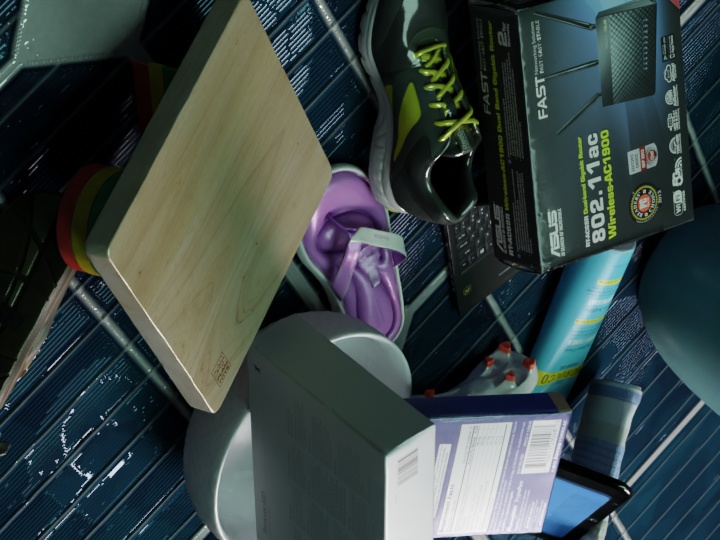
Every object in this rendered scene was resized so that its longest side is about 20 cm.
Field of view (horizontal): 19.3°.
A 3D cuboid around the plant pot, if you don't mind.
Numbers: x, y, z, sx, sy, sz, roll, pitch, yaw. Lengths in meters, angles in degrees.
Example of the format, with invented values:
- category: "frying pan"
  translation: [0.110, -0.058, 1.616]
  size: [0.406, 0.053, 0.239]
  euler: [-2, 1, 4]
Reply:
- category: "plant pot"
  translation: [0.352, 0.031, 1.931]
  size: [0.200, 0.161, 0.202]
  euler: [-29, 139, -29]

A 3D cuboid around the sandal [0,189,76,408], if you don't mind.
- category: "sandal"
  translation: [-0.240, 0.039, 1.361]
  size: [0.201, 0.081, 0.055]
  euler: [-59, 167, -4]

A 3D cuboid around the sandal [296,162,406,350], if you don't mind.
- category: "sandal"
  translation: [0.005, -0.005, 1.604]
  size: [0.082, 0.050, 0.203]
  euler: [-43, 142, -17]

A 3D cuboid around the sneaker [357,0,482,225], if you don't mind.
- category: "sneaker"
  translation: [0.053, -0.124, 1.518]
  size: [0.074, 0.084, 0.201]
  euler: [-27, 128, -32]

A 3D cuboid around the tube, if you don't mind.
- category: "tube"
  translation: [0.184, 0.049, 1.863]
  size: [0.077, 0.050, 0.201]
  euler: [-8, 130, -36]

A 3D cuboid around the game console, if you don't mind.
- category: "game console"
  translation: [0.107, 0.216, 1.783]
  size: [0.176, 0.117, 0.200]
  euler: [-36, 170, -22]

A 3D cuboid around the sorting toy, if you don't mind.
- category: "sorting toy"
  translation: [-0.113, -0.046, 1.375]
  size: [0.201, 0.069, 0.199]
  euler: [-64, 152, -24]

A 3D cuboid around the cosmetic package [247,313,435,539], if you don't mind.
- category: "cosmetic package"
  translation: [-0.014, 0.151, 1.487]
  size: [0.052, 0.151, 0.201]
  euler: [-30, 138, -31]

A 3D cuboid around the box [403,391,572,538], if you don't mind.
- category: "box"
  translation: [0.056, 0.153, 1.628]
  size: [0.199, 0.032, 0.122]
  euler: [-2, 123, -20]

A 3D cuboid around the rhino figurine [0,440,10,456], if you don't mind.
- category: "rhino figurine"
  translation: [-0.284, 0.174, 1.418]
  size: [0.087, 0.060, 0.201]
  euler: [-28, 141, -60]

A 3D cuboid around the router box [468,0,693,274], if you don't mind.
- category: "router box"
  translation: [0.162, -0.114, 1.537]
  size: [0.149, 0.062, 0.201]
  euler: [-19, 112, -29]

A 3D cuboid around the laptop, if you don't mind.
- category: "laptop"
  translation: [0.162, -0.056, 1.694]
  size: [0.177, 0.103, 0.201]
  euler: [-35, 141, -22]

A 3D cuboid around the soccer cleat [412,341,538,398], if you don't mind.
- category: "soccer cleat"
  translation: [0.077, 0.130, 1.789]
  size: [0.199, 0.069, 0.078]
  euler: [-26, 140, -37]

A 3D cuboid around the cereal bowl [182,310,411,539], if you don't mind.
- category: "cereal bowl"
  translation: [-0.058, 0.113, 1.604]
  size: [0.199, 0.083, 0.201]
  euler: [-29, 138, -29]

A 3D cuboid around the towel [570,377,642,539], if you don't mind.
- category: "towel"
  translation: [0.211, 0.195, 1.904]
  size: [0.147, 0.024, 0.201]
  euler: [166, -62, -83]
